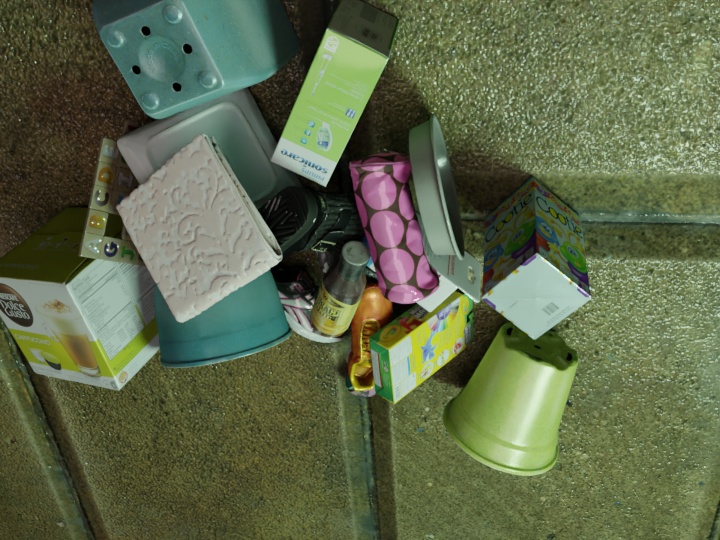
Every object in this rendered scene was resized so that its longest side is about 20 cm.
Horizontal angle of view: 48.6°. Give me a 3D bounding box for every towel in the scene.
[{"bbox_3d":[-0.216,-0.052,1.051,0.200,0.032,0.191,-30,88,32],"label":"towel"}]

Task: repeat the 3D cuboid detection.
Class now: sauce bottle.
[{"bbox_3d":[-0.029,0.027,1.156,0.066,0.066,0.200,16,144,-2],"label":"sauce bottle"}]

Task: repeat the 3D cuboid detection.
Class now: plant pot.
[{"bbox_3d":[-0.219,-0.299,1.002,0.196,0.200,0.196,-15,120,20],"label":"plant pot"},{"bbox_3d":[0.257,0.192,1.285,0.200,0.200,0.184,17,115,-2],"label":"plant pot"},{"bbox_3d":[-0.221,0.026,1.194,0.200,0.200,0.188,-10,98,16],"label":"plant pot"}]

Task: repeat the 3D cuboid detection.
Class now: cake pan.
[{"bbox_3d":[0.103,-0.109,1.077,0.037,0.200,0.200,-11,122,13],"label":"cake pan"}]

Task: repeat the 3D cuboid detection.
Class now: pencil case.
[{"bbox_3d":[0.049,-0.061,1.065,0.094,0.091,0.200,-23,110,-26],"label":"pencil case"}]

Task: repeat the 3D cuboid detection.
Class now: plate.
[{"bbox_3d":[-0.206,-0.142,1.108,0.199,0.032,0.200,-29,91,-9],"label":"plate"}]

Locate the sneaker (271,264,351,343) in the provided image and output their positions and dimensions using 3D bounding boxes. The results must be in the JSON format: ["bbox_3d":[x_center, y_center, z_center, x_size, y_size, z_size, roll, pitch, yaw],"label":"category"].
[{"bbox_3d":[-0.096,0.044,1.295,0.200,0.080,0.086,26,123,-9],"label":"sneaker"}]

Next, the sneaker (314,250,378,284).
[{"bbox_3d":[0.000,0.000,1.242,0.090,0.067,0.200,-25,138,13],"label":"sneaker"}]

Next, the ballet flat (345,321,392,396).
[{"bbox_3d":[0.049,0.150,1.358,0.071,0.069,0.200,18,130,-25],"label":"ballet flat"}]

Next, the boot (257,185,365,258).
[{"bbox_3d":[-0.093,-0.045,1.100,0.211,0.158,0.080,-27,78,31],"label":"boot"}]

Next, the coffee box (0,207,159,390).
[{"bbox_3d":[-0.417,0.035,1.238,0.199,0.200,0.198,4,127,30],"label":"coffee box"}]

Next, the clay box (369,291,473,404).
[{"bbox_3d":[0.102,0.109,1.268,0.048,0.200,0.115,26,135,38],"label":"clay box"}]

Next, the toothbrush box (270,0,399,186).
[{"bbox_3d":[-0.033,-0.236,1.047,0.086,0.146,0.200,25,124,-8],"label":"toothbrush box"}]

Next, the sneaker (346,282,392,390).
[{"bbox_3d":[0.018,0.106,1.254,0.073,0.077,0.200,-4,127,-9],"label":"sneaker"}]

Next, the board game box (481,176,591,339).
[{"bbox_3d":[0.242,-0.022,1.114,0.103,0.200,0.105,37,123,-15],"label":"board game box"}]

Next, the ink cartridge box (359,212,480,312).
[{"bbox_3d":[0.085,-0.020,1.195,0.200,0.116,0.067,37,122,-15],"label":"ink cartridge box"}]

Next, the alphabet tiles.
[{"bbox_3d":[-0.322,-0.108,1.159,0.008,0.167,0.200,11,90,32],"label":"alphabet tiles"}]
